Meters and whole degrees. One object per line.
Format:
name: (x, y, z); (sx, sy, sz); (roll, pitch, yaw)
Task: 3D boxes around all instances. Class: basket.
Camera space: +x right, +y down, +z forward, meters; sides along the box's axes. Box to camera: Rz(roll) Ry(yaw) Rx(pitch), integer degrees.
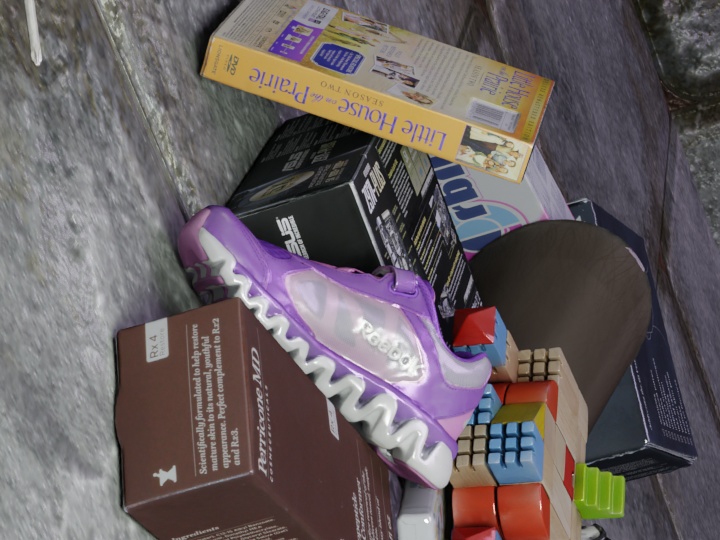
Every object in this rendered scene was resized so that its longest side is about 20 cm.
basket: (0.103, 0.077, 1.633); (0.136, 0.180, 0.200); (40, 29, -4)

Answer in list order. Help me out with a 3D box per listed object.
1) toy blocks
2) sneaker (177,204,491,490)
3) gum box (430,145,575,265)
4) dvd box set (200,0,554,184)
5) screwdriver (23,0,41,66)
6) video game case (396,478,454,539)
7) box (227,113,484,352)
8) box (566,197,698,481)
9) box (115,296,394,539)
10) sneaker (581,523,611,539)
toy blocks: (0.087, 0.114, 1.374); (0.137, 0.100, 0.201); (60, 30, -54)
sneaker: (-0.008, 0.025, 1.292); (0.200, 0.089, 0.080); (42, -9, -15)
gum box: (0.077, -0.047, 1.724); (0.200, 0.113, 0.066); (57, 22, -45)
dvd box set: (0.015, -0.116, 1.462); (0.146, 0.199, 0.029); (-66, 174, -68)
screwdriver: (-0.167, -0.188, 1.168); (0.029, 0.028, 0.201); (104, -22, -59)
video game case: (0.043, 0.207, 1.388); (0.182, 0.023, 0.201); (-70, 156, -77)
box: (0.000, 0.000, 1.458); (0.200, 0.086, 0.164); (-67, 138, -67)
box: (0.173, 0.066, 1.924); (0.197, 0.124, 0.201); (28, 48, -71)
box: (-0.048, 0.107, 1.212); (0.200, 0.075, 0.100); (49, 29, -53)
sneaker: (0.104, 0.194, 1.570); (0.200, 0.115, 0.076); (-5, 79, -74)
